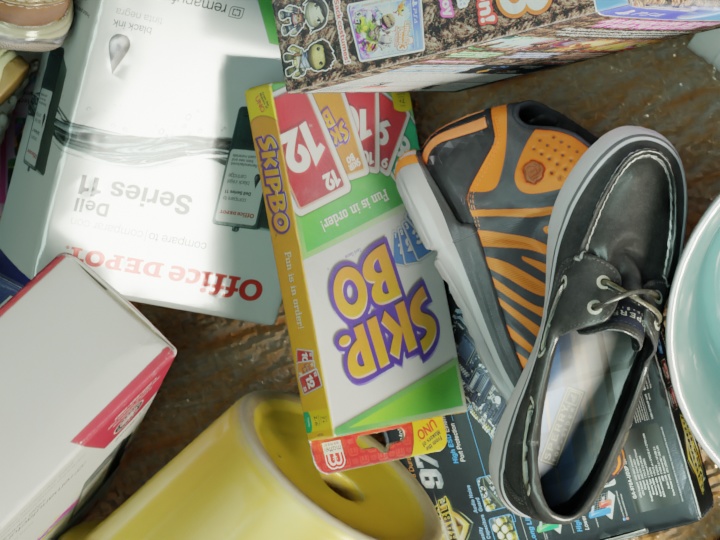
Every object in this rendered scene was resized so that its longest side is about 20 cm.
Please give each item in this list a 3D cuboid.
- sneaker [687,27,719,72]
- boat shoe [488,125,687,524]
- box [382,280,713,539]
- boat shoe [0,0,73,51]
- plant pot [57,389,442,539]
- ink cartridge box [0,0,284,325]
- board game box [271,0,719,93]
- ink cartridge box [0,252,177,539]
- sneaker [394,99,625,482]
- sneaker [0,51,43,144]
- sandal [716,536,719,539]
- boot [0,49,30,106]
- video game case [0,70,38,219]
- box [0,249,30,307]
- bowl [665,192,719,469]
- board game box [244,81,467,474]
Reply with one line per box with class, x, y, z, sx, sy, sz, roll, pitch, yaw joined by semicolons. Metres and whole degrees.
sneaker;0.270;-0.152;1.279;0.116;0.074;0.200;42;116;7
boat shoe;0.116;0.029;1.232;0.070;0.066;0.200;21;93;-18
box;0.086;0.055;1.368;0.159;0.046;0.200;-16;91;18
boat shoe;-0.187;-0.201;1.332;0.072;0.076;0.200;108;146;-42
plant pot;-0.061;0.175;1.341;0.201;0.201;0.189;40;109;9
ink cartridge box;-0.096;-0.083;1.356;0.147;0.083;0.200;10;102;-23
board game box;0.079;-0.154;1.258;0.200;0.159;0.097;-11;87;34
ink cartridge box;-0.187;0.101;1.322;0.086;0.148;0.200;39;149;7
sneaker;0.108;0.005;1.292;0.112;0.078;0.200;-28;93;12
sneaker;-0.206;-0.098;1.405;0.200;0.073;0.085;-32;101;10
sandal;0.175;0.219;1.355;0.082;0.055;0.200;38;105;10
boot;-0.294;-0.094;1.340;0.200;0.072;0.155;-41;96;7
video game case;-0.192;-0.088;1.451;0.200;0.024;0.182;5;98;16
box;-0.237;0.032;1.396;0.121;0.200;0.032;-39;51;17
bowl;0.241;0.016;1.268;0.201;0.105;0.201;-1;102;-5
board game box;0.000;0.000;1.315;0.030;0.096;0.200;-10;89;49
